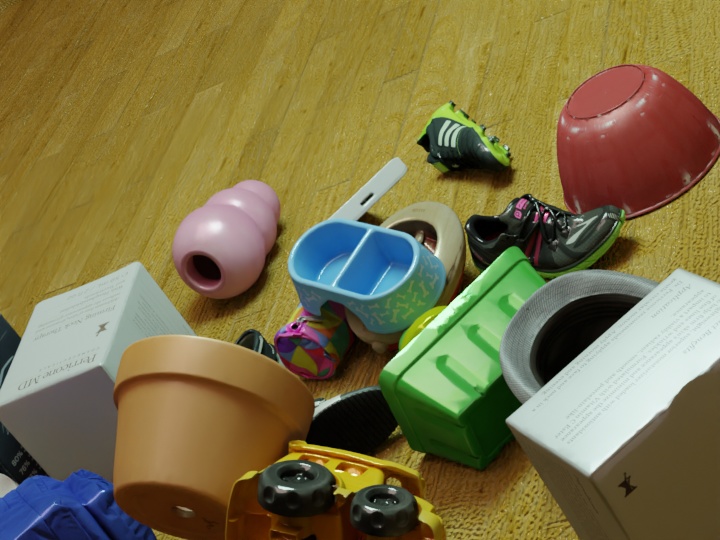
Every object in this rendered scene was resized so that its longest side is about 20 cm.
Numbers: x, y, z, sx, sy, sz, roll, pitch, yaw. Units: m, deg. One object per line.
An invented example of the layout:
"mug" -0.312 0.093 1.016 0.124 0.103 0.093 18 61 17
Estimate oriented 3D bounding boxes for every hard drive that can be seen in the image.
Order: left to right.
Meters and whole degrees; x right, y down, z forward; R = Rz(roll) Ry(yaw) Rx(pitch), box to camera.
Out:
"hard drive" -0.019 -0.066 1.913 0.132 0.027 0.200 -44 2 -19

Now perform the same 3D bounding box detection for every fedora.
"fedora" 0.233 0.096 1.410 0.199 0.091 0.177 18 59 36

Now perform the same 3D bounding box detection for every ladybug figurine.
"ladybug figurine" 0.055 0.014 1.736 0.135 0.072 0.201 5 54 34

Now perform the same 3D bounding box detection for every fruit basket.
"fruit basket" 0.100 0.080 1.549 0.214 0.156 0.217 -12 46 13

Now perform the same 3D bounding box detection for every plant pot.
"plant pot" -0.154 0.171 1.486 0.199 0.200 0.141 -11 51 36

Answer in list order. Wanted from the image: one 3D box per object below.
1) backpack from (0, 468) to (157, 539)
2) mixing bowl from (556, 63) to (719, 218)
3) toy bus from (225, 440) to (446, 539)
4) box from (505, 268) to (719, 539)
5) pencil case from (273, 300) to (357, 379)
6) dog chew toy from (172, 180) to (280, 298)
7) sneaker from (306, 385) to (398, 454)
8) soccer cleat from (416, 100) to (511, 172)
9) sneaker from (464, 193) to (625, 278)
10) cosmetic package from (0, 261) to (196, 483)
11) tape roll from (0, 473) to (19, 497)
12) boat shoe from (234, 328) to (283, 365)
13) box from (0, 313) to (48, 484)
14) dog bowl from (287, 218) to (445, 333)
"backpack" -0.311 0.299 1.616 0.167 0.163 0.200 -35 14 -22
"mixing bowl" 0.296 -0.160 1.737 0.199 0.109 0.201 -26 28 16
"toy bus" 0.001 0.232 1.421 0.198 0.137 0.192 9 20 20
"box" 0.257 0.143 1.208 0.199 0.201 0.131 -39 27 -11
"pencil case" -0.025 0.037 1.795 0.088 0.089 0.200 -7 37 40
"dog chew toy" -0.167 -0.051 2.052 0.124 0.125 0.200 -15 25 32
"sneaker" -0.045 0.165 1.623 0.199 0.074 0.089 -30 25 13
"soccer cleat" 0.131 -0.152 1.958 0.081 0.067 0.200 -51 27 6
"sneaker" 0.195 -0.040 1.681 0.199 0.084 0.077 -11 36 37
"cosmetic package" -0.306 0.132 1.854 0.166 0.167 0.201 -21 31 21
"tape roll" -0.460 0.331 1.798 0.202 0.037 0.204 -26 41 24
"boat shoe" -0.154 0.152 1.773 0.075 0.061 0.201 -14 34 32
"box" -0.456 0.176 1.904 0.104 0.201 0.148 -12 35 34
"dog bowl" 0.000 0.000 1.691 0.199 0.050 0.112 14 62 43
